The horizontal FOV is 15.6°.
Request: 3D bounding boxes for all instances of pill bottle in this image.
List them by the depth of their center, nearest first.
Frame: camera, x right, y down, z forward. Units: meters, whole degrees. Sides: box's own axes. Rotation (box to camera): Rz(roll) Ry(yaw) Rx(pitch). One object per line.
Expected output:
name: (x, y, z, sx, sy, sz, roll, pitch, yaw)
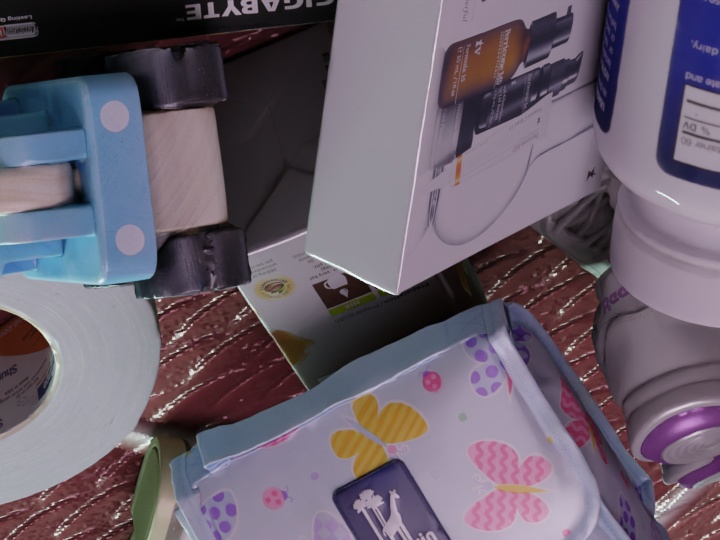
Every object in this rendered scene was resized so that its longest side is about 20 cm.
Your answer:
pill bottle: (0.155, -0.084, 1.043, 0.120, 0.120, 0.200, -3, 123, -13)

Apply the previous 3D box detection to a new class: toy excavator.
toy excavator: (-0.140, -0.029, 1.012, 0.200, 0.194, 0.100, -9, 95, -24)

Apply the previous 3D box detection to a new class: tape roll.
tape roll: (-0.192, 0.026, 1.194, 0.200, 0.066, 0.200, -8, 139, -7)

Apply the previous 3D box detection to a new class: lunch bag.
lunch bag: (0.032, 0.114, 1.145, 0.169, 0.127, 0.200, -27, 132, 10)

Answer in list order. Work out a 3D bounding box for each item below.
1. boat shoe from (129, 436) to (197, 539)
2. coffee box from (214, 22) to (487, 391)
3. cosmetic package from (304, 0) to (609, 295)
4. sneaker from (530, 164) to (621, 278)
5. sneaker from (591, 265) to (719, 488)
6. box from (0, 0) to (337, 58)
boat shoe: (-0.093, 0.170, 1.376, 0.068, 0.075, 0.200, 6, 134, -15)
coffee box: (0.000, 0.000, 1.186, 0.080, 0.114, 0.200, -23, 138, 8)
cosmetic package: (0.053, -0.107, 1.030, 0.151, 0.052, 0.200, -29, 135, -49)
sneaker: (0.126, -0.024, 1.224, 0.200, 0.081, 0.075, 27, 126, -36)
sneaker: (0.152, 0.043, 1.192, 0.075, 0.100, 0.200, -24, 163, 8)
box: (-0.097, -0.160, 1.018, 0.200, 0.049, 0.160, -6, 135, -4)
